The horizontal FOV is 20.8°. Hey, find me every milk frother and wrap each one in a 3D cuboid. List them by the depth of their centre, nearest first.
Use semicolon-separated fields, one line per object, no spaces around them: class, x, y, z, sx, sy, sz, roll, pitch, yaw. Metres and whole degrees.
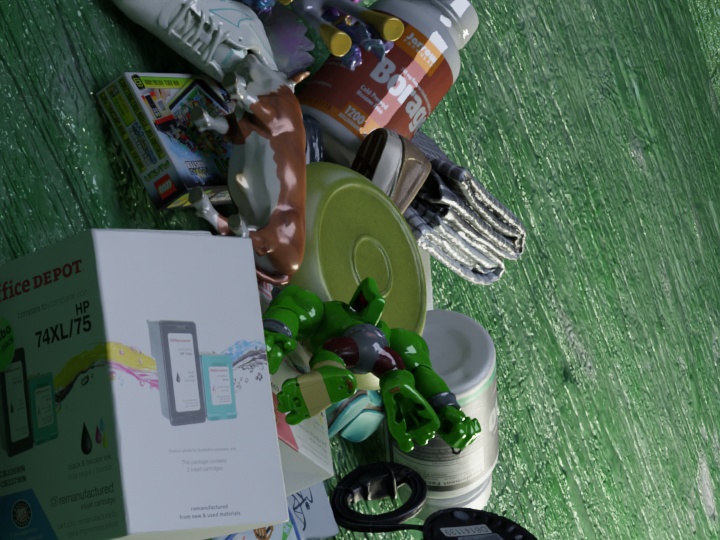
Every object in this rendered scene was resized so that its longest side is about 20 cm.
milk frother;0.052;0.300;1.801;0.200;0.179;0.190;-117;-141;-60

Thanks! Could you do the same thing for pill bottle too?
pill bottle;0.024;-0.185;1.875;0.201;0.112;0.112;-53;136;-17
pill bottle;0.076;0.145;1.883;0.201;0.112;0.114;85;13;-45

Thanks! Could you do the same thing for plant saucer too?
plant saucer;0.000;0.000;1.672;0.199;0.031;0.202;28;53;-45

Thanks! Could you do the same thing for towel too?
towel;0.070;-0.082;1.980;0.166;0.086;0.200;46;7;30

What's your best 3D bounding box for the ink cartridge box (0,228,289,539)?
ink cartridge box;-0.159;0.086;1.345;0.145;0.146;0.202;2;75;-45

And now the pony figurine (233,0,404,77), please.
pony figurine;-0.049;-0.252;1.767;0.193;0.167;0.200;41;-2;-42

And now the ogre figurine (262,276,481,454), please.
ogre figurine;-0.002;0.071;1.547;0.120;0.198;0.099;-99;-163;-58

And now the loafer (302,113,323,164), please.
loafer;-0.076;-0.047;1.758;0.072;0.073;0.202;11;66;-40

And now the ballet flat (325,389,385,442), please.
ballet flat;-0.026;0.115;1.755;0.070;0.067;0.200;47;2;12

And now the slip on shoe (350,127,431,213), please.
slip on shoe;-0.002;-0.029;1.787;0.060;0.076;0.202;27;86;-28

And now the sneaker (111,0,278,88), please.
sneaker;-0.131;-0.206;1.640;0.200;0.070;0.080;27;23;-50

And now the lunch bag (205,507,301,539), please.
lunch bag;-0.112;0.269;1.457;0.200;0.075;0.162;-39;122;-46

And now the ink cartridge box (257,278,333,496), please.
ink cartridge box;-0.088;0.071;1.590;0.116;0.067;0.201;41;31;-46

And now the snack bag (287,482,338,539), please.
snack bag;-0.082;0.142;1.648;0.200;0.021;0.190;15;53;-64

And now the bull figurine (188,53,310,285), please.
bull figurine;-0.083;-0.091;1.576;0.121;0.065;0.202;19;60;-54

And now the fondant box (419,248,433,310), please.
fondant box;0.008;0.018;1.912;0.200;0.058;0.146;35;48;-59

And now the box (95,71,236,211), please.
box;-0.135;-0.109;1.637;0.111;0.035;0.200;61;22;7
